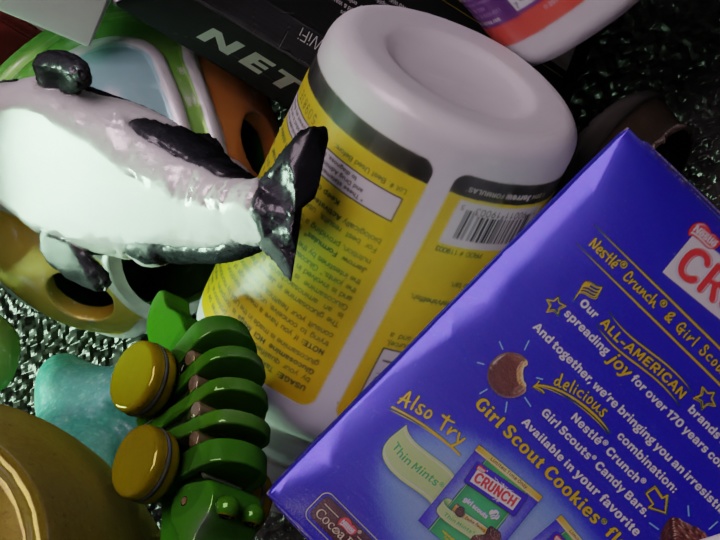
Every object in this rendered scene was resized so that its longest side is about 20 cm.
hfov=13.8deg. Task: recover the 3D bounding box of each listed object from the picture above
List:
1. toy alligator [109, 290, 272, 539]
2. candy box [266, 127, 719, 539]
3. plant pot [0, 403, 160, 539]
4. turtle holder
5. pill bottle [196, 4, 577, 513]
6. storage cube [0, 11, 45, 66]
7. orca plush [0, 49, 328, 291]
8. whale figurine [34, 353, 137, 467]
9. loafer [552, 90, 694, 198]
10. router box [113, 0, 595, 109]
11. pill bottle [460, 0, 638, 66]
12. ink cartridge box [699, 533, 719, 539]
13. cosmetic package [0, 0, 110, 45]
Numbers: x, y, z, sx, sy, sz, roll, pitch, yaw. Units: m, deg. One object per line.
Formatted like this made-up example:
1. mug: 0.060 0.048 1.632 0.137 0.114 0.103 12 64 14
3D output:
1. toy alligator: -0.057 0.084 1.149 0.054 0.059 0.200 -36 45 36
2. candy box: 0.093 0.075 1.154 0.200 0.077 0.169 -45 85 0
3. plant pot: -0.166 0.127 1.151 0.200 0.142 0.200 1 67 -2
4. turtle holder: -0.119 -0.033 1.328 0.185 0.141 0.132 -19 34 -20
5. pill bottle: 0.000 0.000 1.235 0.112 0.112 0.200 50 124 40
6. storage cube: -0.243 -0.121 1.430 0.180 0.200 0.171 -39 50 18
7. orca plush: -0.080 -0.052 1.220 0.200 0.105 0.071 -2 22 45
8. whale figurine: -0.147 0.115 1.294 0.159 0.104 0.200 4 61 32
9. loafer: 0.103 0.022 1.242 0.071 0.073 0.200 18 77 21
10. router box: 0.010 -0.135 1.301 0.051 0.200 0.149 -18 46 60
11. pill bottle: 0.046 -0.193 1.235 0.111 0.200 0.111 -39 12 9
12. ink cartridge box: 0.130 0.157 1.076 0.200 0.163 0.057 -17 53 20
13. cosmetic package: -0.136 -0.202 1.330 0.200 0.108 0.085 -79 12 -49
